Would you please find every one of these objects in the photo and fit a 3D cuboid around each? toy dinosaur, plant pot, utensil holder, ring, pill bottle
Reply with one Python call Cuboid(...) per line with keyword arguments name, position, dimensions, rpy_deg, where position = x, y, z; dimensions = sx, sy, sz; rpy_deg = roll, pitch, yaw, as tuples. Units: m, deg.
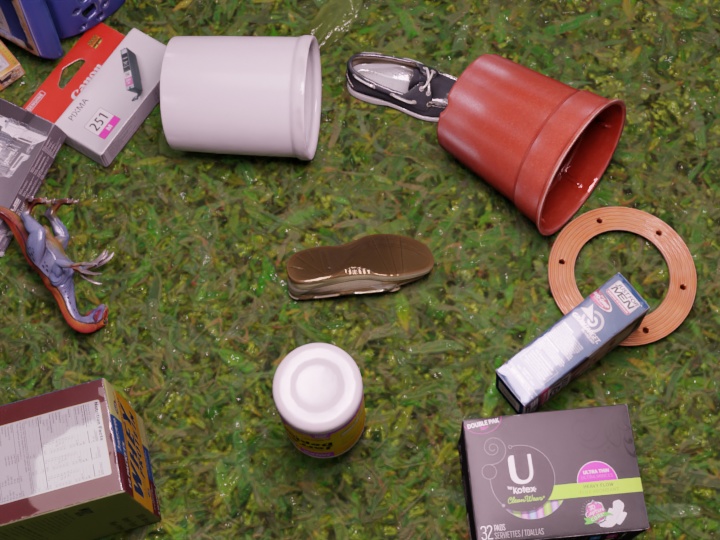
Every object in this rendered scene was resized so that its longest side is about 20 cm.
Cuboid(name="toy dinosaur", position=(-0.405, -0.005, 1.364), dimensions=(0.198, 0.105, 0.184), rpy_deg=(-4, 89, 22))
Cuboid(name="plant pot", position=(-0.482, -0.442, 1.477), dimensions=(0.199, 0.201, 0.181), rpy_deg=(29, 66, 12))
Cuboid(name="utensil holder", position=(-0.162, -0.244, 1.411), dimensions=(0.198, 0.170, 0.172), rpy_deg=(4, 67, 5))
Cuboid(name="ring", position=(0.352, 0.007, 1.370), dimensions=(0.198, 0.019, 0.203), rpy_deg=(-1, 69, 2))
Cuboid(name="pill bottle", position=(-0.046, 0.165, 1.219), dimensions=(0.103, 0.200, 0.105), rpy_deg=(-1, 67, 2))
Cuboid(name="plant pot", position=(0.221, -0.185, 1.370), dimensions=(0.195, 0.201, 0.201), rpy_deg=(35, 72, 24))

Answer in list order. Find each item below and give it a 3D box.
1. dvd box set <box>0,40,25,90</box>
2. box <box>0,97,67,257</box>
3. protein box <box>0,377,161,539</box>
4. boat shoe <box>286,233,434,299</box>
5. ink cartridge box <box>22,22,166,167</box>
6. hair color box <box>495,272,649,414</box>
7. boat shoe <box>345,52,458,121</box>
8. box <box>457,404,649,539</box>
Cuboid(name="dvd box set", position=(-0.624, -0.292, 1.518), dimensions=(0.200, 0.029, 0.146), rpy_deg=(-39, 71, -13))
Cuboid(name="box", position=(-0.530, -0.142, 1.425), dimensions=(0.157, 0.050, 0.201), rpy_deg=(25, 82, 12))
Cuboid(name="protein box", position=(-0.363, 0.241, 1.199), dimensions=(0.198, 0.199, 0.136), rpy_deg=(-15, 68, -4))
Cuboid(name="boat shoe", position=(0.000, 0.002, 1.370), dimensions=(0.198, 0.063, 0.074), rpy_deg=(-10, 55, -9))
Cuboid(name="ink cartridge box", position=(-0.386, -0.276, 1.499), dimensions=(0.173, 0.044, 0.201), rpy_deg=(30, 72, 12))
Cuboid(name="hair color box", position=(0.265, 0.098, 1.278), dimensions=(0.199, 0.100, 0.061), rpy_deg=(-38, 72, -5))
Cuboid(name="boat shoe", position=(0.074, -0.268, 1.469), dimensions=(0.198, 0.060, 0.076), rpy_deg=(8, 68, 5))
Cuboid(name="box", position=(0.225, 0.254, 1.215), dimensions=(0.198, 0.125, 0.150), rpy_deg=(-6, 68, 1))
